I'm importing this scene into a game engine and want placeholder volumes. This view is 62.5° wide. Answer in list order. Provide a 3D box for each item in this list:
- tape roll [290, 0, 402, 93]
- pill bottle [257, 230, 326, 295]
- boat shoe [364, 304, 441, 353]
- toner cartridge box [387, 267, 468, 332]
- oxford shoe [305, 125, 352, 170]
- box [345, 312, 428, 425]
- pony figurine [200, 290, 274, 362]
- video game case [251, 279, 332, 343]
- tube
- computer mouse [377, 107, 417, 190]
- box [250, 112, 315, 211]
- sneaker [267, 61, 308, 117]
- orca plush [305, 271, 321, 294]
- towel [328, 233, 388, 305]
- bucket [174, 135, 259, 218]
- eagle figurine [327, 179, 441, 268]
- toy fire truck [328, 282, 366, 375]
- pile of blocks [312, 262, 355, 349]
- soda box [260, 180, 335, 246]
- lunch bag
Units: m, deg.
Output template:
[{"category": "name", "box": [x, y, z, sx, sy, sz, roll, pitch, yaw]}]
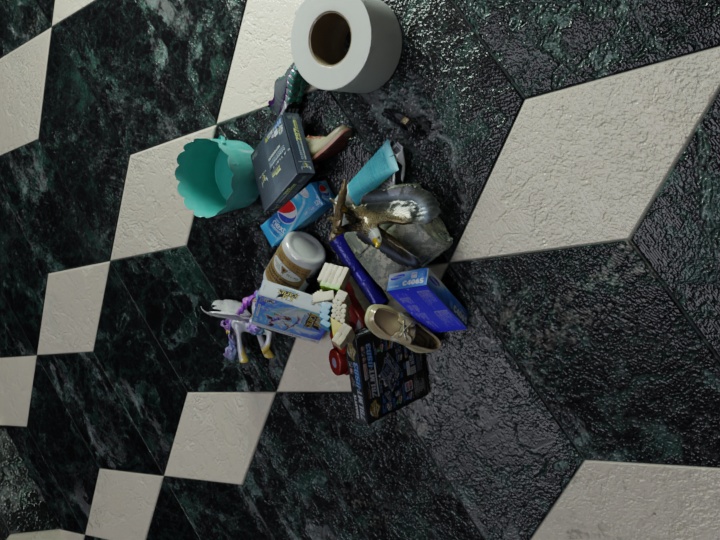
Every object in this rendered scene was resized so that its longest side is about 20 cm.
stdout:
[{"category": "tape roll", "box": [-0.029, -0.483, 1.260, 0.201, 0.139, 0.204, 8, 105, 31]}, {"category": "pill bottle", "box": [-0.178, 0.008, 1.482, 0.114, 0.114, 0.200, 46, 126, 14]}, {"category": "boat shoe", "box": [0.095, 0.128, 1.285, 0.065, 0.199, 0.073, -1, 63, 52]}, {"category": "toner cartridge box", "box": [0.147, 0.068, 1.262, 0.094, 0.200, 0.043, -11, 53, 32]}, {"category": "oxford shoe", "box": [-0.105, -0.291, 1.394, 0.199, 0.070, 0.075, -31, 83, 33]}, {"category": "box", "box": [0.061, 0.216, 1.334, 0.050, 0.198, 0.202, 2, 105, 50]}, {"category": "pony figurine", "box": [-0.321, 0.142, 1.602, 0.191, 0.167, 0.202, 0, 100, -1]}, {"category": "video game case", "box": [-0.165, 0.105, 1.433, 0.180, 0.046, 0.200, 17, 153, -8]}, {"category": "tube", "box": [0.015, -0.202, 1.327, 0.200, 0.050, 0.078, -40, 66, 46]}, {"category": "computer mouse", "box": [0.074, -0.247, 1.304, 0.110, 0.044, 0.201, 36, 125, 46]}, {"category": "box", "box": [-0.189, -0.253, 1.413, 0.200, 0.051, 0.159, -34, 68, 52]}, {"category": "sneaker", "box": [-0.166, -0.452, 1.394, 0.087, 0.074, 0.201, 42, 120, 22]}, {"category": "orca plush", "box": [-0.096, 0.039, 1.411, 0.200, 0.071, 0.106, 178, 100, -74]}, {"category": "towel", "box": [0.000, 0.000, 1.365, 0.049, 0.148, 0.201, -34, 86, -2]}, {"category": "bucket", "box": [-0.359, -0.243, 1.523, 0.206, 0.135, 0.209, 8, 105, 30]}, {"category": "eagle figurine", "box": [0.038, -0.089, 1.170, 0.152, 0.198, 0.152, 139, 133, -63]}, {"category": "toy fire truck", "box": [-0.028, 0.146, 1.430, 0.168, 0.111, 0.201, 60, 148, 37]}, {"category": "pile of blocks", "box": [-0.055, 0.082, 1.268, 0.081, 0.062, 0.201, -8, 58, 6]}, {"category": "soda box", "box": [-0.153, -0.139, 1.461, 0.200, 0.068, 0.064, -35, 83, 33]}, {"category": "lunch bag", "box": [0.085, -0.066, 1.287, 0.200, 0.139, 0.168, -40, 73, 31]}]
